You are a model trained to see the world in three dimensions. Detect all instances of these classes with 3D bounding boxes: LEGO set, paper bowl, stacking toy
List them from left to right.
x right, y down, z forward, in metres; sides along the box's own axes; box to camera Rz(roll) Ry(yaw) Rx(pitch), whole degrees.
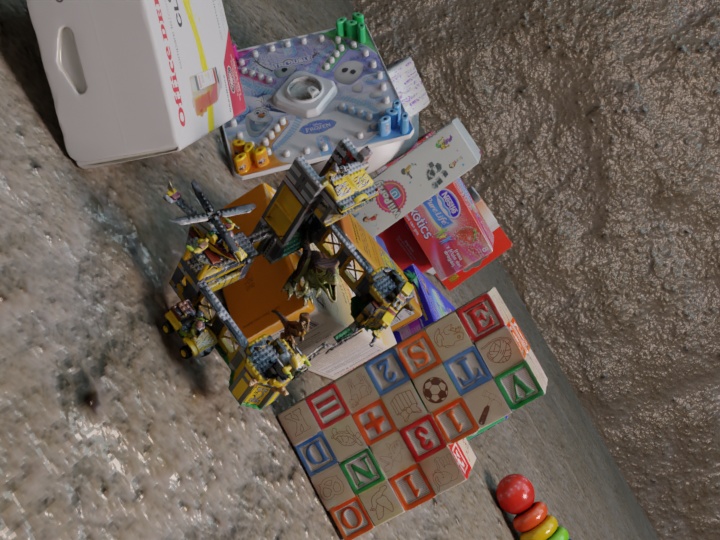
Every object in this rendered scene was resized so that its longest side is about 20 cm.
[{"bbox_3d":[-0.036,-0.008,0.575,0.198,0.116,0.155,-19,69,-40],"label":"LEGO set"},{"bbox_3d":[-0.005,-0.180,1.019,0.105,0.198,0.201,64,13,-13],"label":"paper bowl"},{"bbox_3d":[0.254,0.374,1.107,0.201,0.085,0.085,56,14,8],"label":"stacking toy"}]

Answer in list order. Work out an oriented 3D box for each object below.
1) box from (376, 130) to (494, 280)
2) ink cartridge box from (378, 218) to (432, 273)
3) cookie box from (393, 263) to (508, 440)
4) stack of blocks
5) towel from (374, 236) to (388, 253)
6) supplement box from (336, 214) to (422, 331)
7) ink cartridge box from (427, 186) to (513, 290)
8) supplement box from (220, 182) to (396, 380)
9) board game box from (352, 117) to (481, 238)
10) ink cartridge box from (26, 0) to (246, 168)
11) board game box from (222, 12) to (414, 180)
[{"bbox_3d":[0.118,-0.101,1.237,0.202,0.094,0.103,59,16,-6],"label":"box"},{"bbox_3d":[0.071,-0.069,1.332,0.117,0.067,0.201,51,17,-28],"label":"ink cartridge box"},{"bbox_3d":[0.110,0.116,1.097,0.200,0.075,0.173,43,22,-48],"label":"cookie box"},{"bbox_3d":[0.048,0.114,0.644,0.116,0.199,0.059,59,14,5],"label":"stack of blocks"},{"bbox_3d":[0.000,-0.040,1.130,0.200,0.024,0.146,44,21,-48],"label":"towel"},{"bbox_3d":[0.000,0.000,0.967,0.200,0.068,0.067,47,21,-48],"label":"supplement box"},{"bbox_3d":[0.192,-0.042,1.503,0.200,0.161,0.050,45,13,-42],"label":"ink cartridge box"},{"bbox_3d":[-0.049,0.019,0.748,0.200,0.073,0.127,33,31,-61],"label":"supplement box"},{"bbox_3d":[0.058,-0.111,1.037,0.065,0.199,0.148,54,15,-4],"label":"board game box"},{"bbox_3d":[-0.164,-0.173,0.627,0.200,0.082,0.147,-73,154,-70],"label":"ink cartridge box"},{"bbox_3d":[-0.062,-0.202,0.896,0.026,0.197,0.202,85,-12,-54],"label":"board game box"}]
